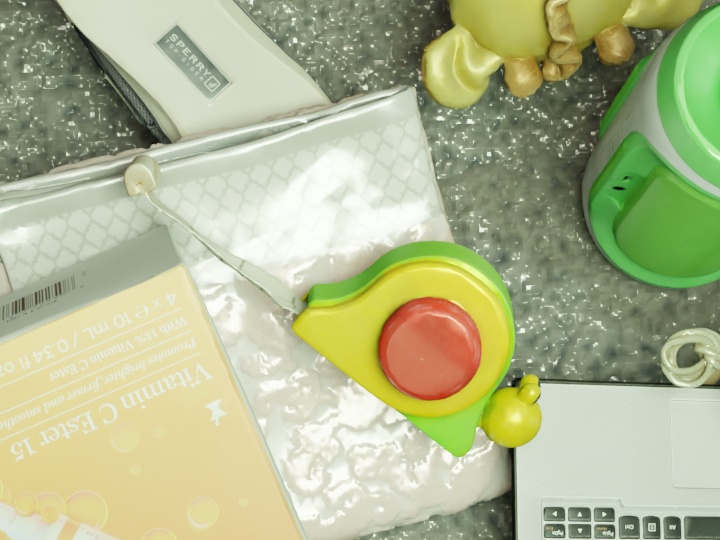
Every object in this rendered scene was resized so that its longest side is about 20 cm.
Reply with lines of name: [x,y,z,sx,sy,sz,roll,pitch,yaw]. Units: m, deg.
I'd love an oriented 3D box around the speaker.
speaker: [0.145,-0.049,1.001,0.088,0.200,0.089,1,78,-4]

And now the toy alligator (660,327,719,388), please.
toy alligator: [0.216,0.037,1.052,0.199,0.054,0.060,-1,82,-13]

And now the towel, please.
towel: [-0.047,0.034,1.025,0.199,0.032,0.192,-15,102,-6]

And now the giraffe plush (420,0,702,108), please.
giraffe plush: [0.071,-0.166,1.052,0.172,0.200,0.163,-15,105,23]

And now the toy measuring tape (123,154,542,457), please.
toy measuring tape: [0.000,0.000,0.979,0.200,0.074,0.074,39,78,-8]

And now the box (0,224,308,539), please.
box: [-0.091,0.102,0.964,0.124,0.097,0.201,-24,102,-4]

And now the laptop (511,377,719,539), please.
laptop: [0.169,0.141,0.985,0.187,0.116,0.201,3,81,-20]

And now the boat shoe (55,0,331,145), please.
boat shoe: [-0.066,-0.087,1.062,0.075,0.093,0.200,-35,114,2]

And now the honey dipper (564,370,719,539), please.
honey dipper: [0.125,0.076,1.059,0.038,0.038,0.200,39,76,4]
